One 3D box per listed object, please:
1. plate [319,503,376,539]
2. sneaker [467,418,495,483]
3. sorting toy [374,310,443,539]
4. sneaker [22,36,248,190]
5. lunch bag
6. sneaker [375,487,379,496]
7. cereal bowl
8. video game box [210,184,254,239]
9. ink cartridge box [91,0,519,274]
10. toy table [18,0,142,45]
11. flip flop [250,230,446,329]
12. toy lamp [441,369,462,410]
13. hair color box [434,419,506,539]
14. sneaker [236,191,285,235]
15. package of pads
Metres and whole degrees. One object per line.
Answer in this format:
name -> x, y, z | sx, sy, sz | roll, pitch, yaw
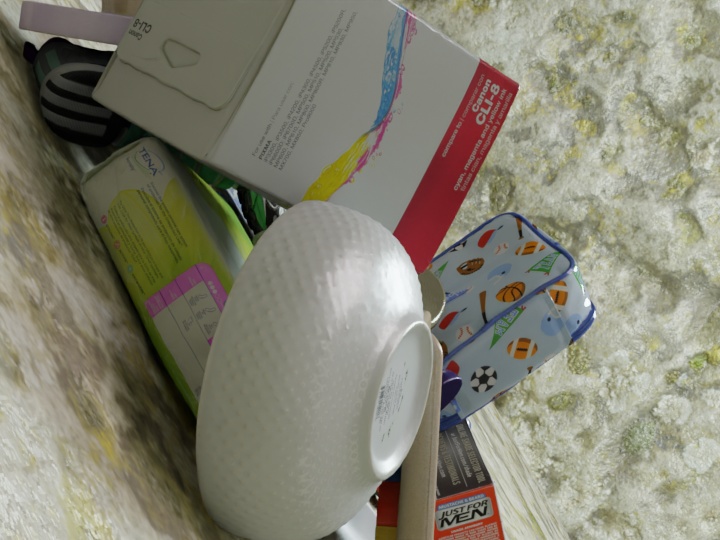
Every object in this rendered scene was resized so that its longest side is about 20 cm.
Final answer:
plate -> 0.010, 0.228, 1.205 | 0.200, 0.032, 0.200 | 56, 8, -38
sneaker -> 0.053, 0.143, 1.620 | 0.200, 0.088, 0.075 | 65, -27, -2
sorting toy -> 0.029, 0.124, 1.171 | 0.200, 0.036, 0.186 | -99, -168, -88
sneaker -> -0.132, -0.117, 1.192 | 0.200, 0.075, 0.088 | 16, 25, -36
lunch bag -> 0.093, 0.038, 1.460 | 0.076, 0.200, 0.160 | 62, -9, -30
sneaker -> 0.014, 0.102, 1.542 | 0.200, 0.093, 0.070 | 62, 6, 20
cereal bowl -> -0.013, 0.065, 1.004 | 0.083, 0.201, 0.200 | 14, -12, 20
video game box -> -0.093, -0.001, 1.396 | 0.182, 0.047, 0.200 | 57, 6, -4
ink cartridge box -> -0.034, -0.113, 1.101 | 0.200, 0.145, 0.145 | 27, 2, -43
toy table -> -0.130, -0.207, 1.191 | 0.200, 0.118, 0.184 | 2, 10, -42
flip flop -> 0.000, 0.000, 1.288 | 0.200, 0.058, 0.081 | 17, 32, -46
toy lamp -> -0.004, 0.033, 1.363 | 0.200, 0.058, 0.058 | 49, 1, 24
hair color box -> 0.085, 0.226, 1.449 | 0.111, 0.064, 0.200 | -111, -173, -57
sneaker -> -0.053, -0.117, 1.368 | 0.078, 0.085, 0.201 | 121, -23, -78
package of pads -> -0.095, 0.023, 1.132 | 0.200, 0.068, 0.155 | 59, 5, 24
